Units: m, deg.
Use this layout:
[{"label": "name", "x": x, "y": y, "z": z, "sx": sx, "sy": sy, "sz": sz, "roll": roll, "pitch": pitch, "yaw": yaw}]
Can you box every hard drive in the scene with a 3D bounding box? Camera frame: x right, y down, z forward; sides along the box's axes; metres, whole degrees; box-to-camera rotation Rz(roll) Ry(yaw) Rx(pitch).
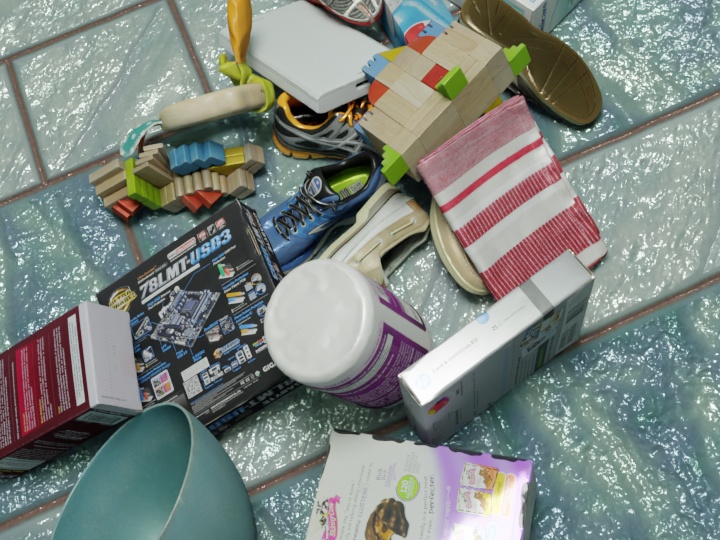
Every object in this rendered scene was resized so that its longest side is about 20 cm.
[{"label": "hard drive", "x": -0.057, "y": -0.254, "z": 1.077, "sx": 0.131, "sy": 0.027, "sz": 0.200, "roll": -28, "pitch": 48, "yaw": -28}]

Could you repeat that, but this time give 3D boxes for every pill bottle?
[{"label": "pill bottle", "x": 0.002, "y": 0.069, "z": 0.875, "sx": 0.111, "sy": 0.200, "sz": 0.114, "roll": -9, "pitch": 69, "yaw": 24}]

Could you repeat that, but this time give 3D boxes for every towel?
[{"label": "towel", "x": 0.161, "y": -0.062, "z": 0.959, "sx": 0.143, "sy": 0.023, "sz": 0.201, "roll": -35, "pitch": 99, "yaw": -17}]

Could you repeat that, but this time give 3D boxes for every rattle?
[{"label": "rattle", "x": -0.202, "y": -0.216, "z": 1.039, "sx": 0.198, "sy": 0.144, "sz": 0.130, "roll": -5, "pitch": 30, "yaw": 34}]

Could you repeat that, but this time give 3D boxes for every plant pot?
[{"label": "plant pot", "x": -0.173, "y": 0.243, "z": 0.847, "sx": 0.199, "sy": 0.135, "sz": 0.202, "roll": -33, "pitch": 34, "yaw": 26}]

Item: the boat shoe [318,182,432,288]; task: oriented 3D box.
[{"label": "boat shoe", "x": 0.000, "y": 0.000, "z": 0.983, "sx": 0.068, "sy": 0.075, "sz": 0.201, "roll": 33, "pitch": 78, "yaw": 16}]

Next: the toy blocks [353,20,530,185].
[{"label": "toy blocks", "x": 0.062, "y": -0.193, "z": 0.982, "sx": 0.200, "sy": 0.100, "sz": 0.137, "roll": -47, "pitch": 52, "yaw": -4}]

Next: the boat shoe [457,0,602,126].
[{"label": "boat shoe", "x": 0.194, "y": -0.240, "z": 1.074, "sx": 0.200, "sy": 0.065, "sz": 0.073, "roll": 44, "pitch": 77, "yaw": 2}]

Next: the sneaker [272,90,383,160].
[{"label": "sneaker", "x": -0.008, "y": -0.168, "z": 1.057, "sx": 0.197, "sy": 0.077, "sz": 0.079, "roll": -1, "pitch": 64, "yaw": 4}]

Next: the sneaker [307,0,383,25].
[{"label": "sneaker", "x": -0.034, "y": -0.353, "z": 1.134, "sx": 0.077, "sy": 0.085, "sz": 0.200, "roll": -45, "pitch": 58, "yaw": -2}]

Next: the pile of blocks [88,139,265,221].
[{"label": "pile of blocks", "x": -0.204, "y": -0.098, "z": 1.043, "sx": 0.197, "sy": 0.082, "sz": 0.063, "roll": -13, "pitch": 65, "yaw": 0}]

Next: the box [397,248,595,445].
[{"label": "box", "x": 0.130, "y": 0.082, "z": 0.888, "sx": 0.199, "sy": 0.156, "sz": 0.041, "roll": -37, "pitch": 65, "yaw": -10}]

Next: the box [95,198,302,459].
[{"label": "box", "x": -0.162, "y": 0.062, "z": 0.957, "sx": 0.199, "sy": 0.050, "sz": 0.200, "roll": -32, "pitch": 64, "yaw": 12}]

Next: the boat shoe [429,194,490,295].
[{"label": "boat shoe", "x": 0.117, "y": -0.074, "z": 0.992, "sx": 0.071, "sy": 0.065, "sz": 0.203, "roll": 7, "pitch": 63, "yaw": -34}]

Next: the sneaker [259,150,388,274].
[{"label": "sneaker", "x": -0.056, "y": -0.071, "z": 1.012, "sx": 0.199, "sy": 0.089, "sz": 0.079, "roll": -36, "pitch": 66, "yaw": -10}]

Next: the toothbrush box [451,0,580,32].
[{"label": "toothbrush box", "x": 0.214, "y": -0.388, "z": 1.126, "sx": 0.146, "sy": 0.085, "sz": 0.200, "roll": 40, "pitch": 77, "yaw": 20}]

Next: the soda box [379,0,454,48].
[{"label": "soda box", "x": 0.089, "y": -0.255, "z": 1.089, "sx": 0.063, "sy": 0.068, "sz": 0.202, "roll": -25, "pitch": 66, "yaw": -6}]

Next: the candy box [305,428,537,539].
[{"label": "candy box", "x": 0.052, "y": 0.250, "z": 0.850, "sx": 0.197, "sy": 0.072, "sz": 0.170, "roll": 6, "pitch": 63, "yaw": 17}]

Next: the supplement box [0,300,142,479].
[{"label": "supplement box", "x": -0.312, "y": 0.124, "z": 0.922, "sx": 0.198, "sy": 0.061, "sz": 0.110, "roll": -27, "pitch": 62, "yaw": 25}]
